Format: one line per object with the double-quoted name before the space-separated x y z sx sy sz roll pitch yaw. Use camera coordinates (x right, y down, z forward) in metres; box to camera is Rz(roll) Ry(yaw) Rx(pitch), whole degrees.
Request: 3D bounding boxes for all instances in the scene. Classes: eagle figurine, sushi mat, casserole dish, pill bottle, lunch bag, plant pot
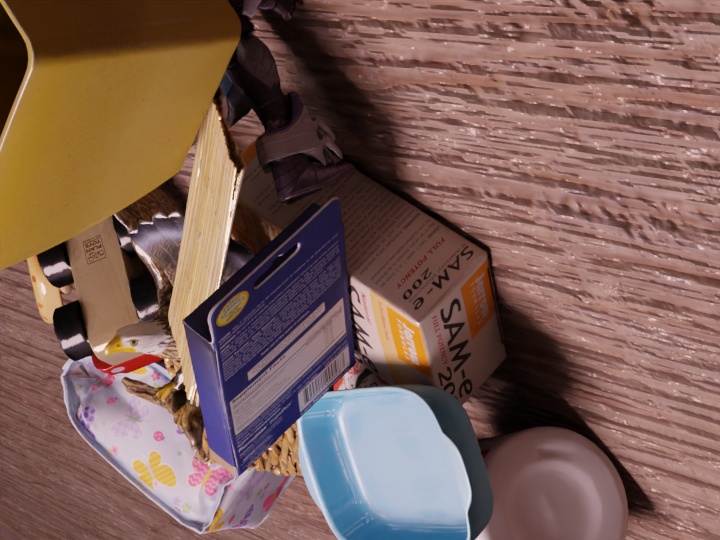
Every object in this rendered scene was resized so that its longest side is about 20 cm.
"eagle figurine" -0.123 0.022 1.537 0.150 0.151 0.202 9 112 15
"sushi mat" -0.100 -0.016 1.378 0.096 0.012 0.201 -108 24 -48
"casserole dish" 0.026 0.133 1.465 0.199 0.039 0.122 -9 101 57
"pill bottle" 0.101 0.180 1.554 0.120 0.120 0.200 48 161 -6
"lunch bag" -0.161 0.134 1.923 0.199 0.128 0.170 35 -176 16
"plant pot" -0.192 -0.139 1.308 0.201 0.175 0.201 55 138 27

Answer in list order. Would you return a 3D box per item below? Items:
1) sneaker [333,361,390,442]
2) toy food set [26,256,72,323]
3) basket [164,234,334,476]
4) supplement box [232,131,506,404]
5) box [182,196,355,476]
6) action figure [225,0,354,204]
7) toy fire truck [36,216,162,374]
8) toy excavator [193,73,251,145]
"sneaker" 0.020 0.116 1.606 0.202 0.067 0.109 89 171 -58
"toy food set" -0.306 -0.064 1.918 0.200 0.048 0.199 73 172 -56
"basket" -0.068 0.060 1.747 0.141 0.150 0.201 6 148 9
"supplement box" 0.000 0.000 1.481 0.199 0.074 0.126 34 157 31
"box" -0.057 0.038 1.387 0.032 0.121 0.201 37 154 23
"action figure" -0.075 -0.140 1.382 0.201 0.069 0.130 61 165 -5
"toy fire truck" -0.202 0.008 1.811 0.200 0.128 0.177 37 -146 -67
"toy excavator" -0.171 -0.191 1.464 0.194 0.100 0.201 32 143 30
